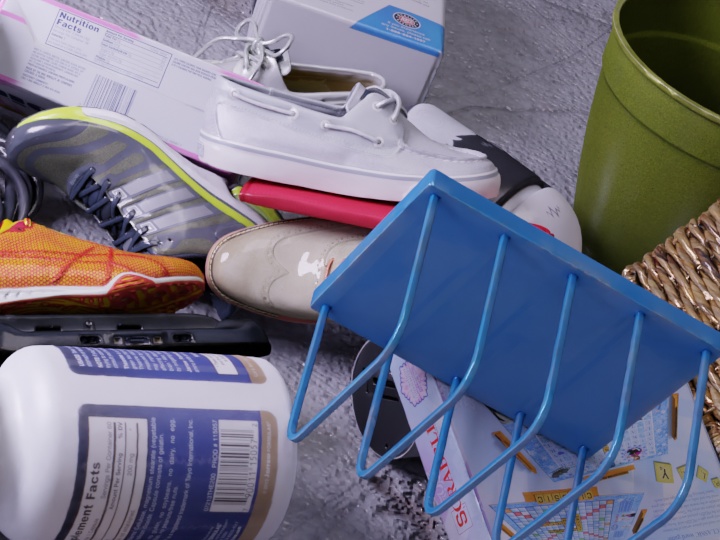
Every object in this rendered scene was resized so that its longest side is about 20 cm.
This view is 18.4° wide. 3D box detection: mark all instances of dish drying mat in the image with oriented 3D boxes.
[{"bbox_3d":[0.025,-0.036,1.441,0.199,0.018,0.077,12,11,7],"label":"dish drying mat"}]

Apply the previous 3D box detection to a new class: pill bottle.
[{"bbox_3d":[-0.145,0.099,1.242,0.199,0.111,0.111,4,37,-26],"label":"pill bottle"}]

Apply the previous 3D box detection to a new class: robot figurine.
[{"bbox_3d":[0.059,-0.034,1.547,0.200,0.150,0.125,35,-7,20],"label":"robot figurine"}]

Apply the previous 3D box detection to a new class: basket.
[{"bbox_3d":[0.293,0.048,1.496,0.143,0.149,0.200,38,18,-41],"label":"basket"}]

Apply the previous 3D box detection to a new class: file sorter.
[{"bbox_3d":[0.077,0.068,1.238,0.199,0.139,0.123,29,47,-15],"label":"file sorter"}]

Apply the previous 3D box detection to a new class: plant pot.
[{"bbox_3d":[0.244,-0.076,1.647,0.200,0.193,0.201,15,34,-11],"label":"plant pot"}]

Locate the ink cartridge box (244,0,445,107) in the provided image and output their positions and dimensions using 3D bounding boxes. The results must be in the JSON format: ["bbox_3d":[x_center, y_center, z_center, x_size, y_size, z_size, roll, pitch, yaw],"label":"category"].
[{"bbox_3d":[-0.011,-0.214,1.790,0.144,0.084,0.200,18,34,-9],"label":"ink cartridge box"}]

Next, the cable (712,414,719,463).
[{"bbox_3d":[0.301,0.126,1.507,0.199,0.069,0.200,10,35,-19],"label":"cable"}]

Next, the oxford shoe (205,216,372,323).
[{"bbox_3d":[0.000,0.000,1.428,0.199,0.071,0.074,2,-1,-4],"label":"oxford shoe"}]

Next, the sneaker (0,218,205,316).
[{"bbox_3d":[-0.188,-0.001,1.381,0.199,0.073,0.077,1,59,-31],"label":"sneaker"}]

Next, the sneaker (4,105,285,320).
[{"bbox_3d":[-0.144,-0.039,1.461,0.199,0.074,0.081,26,52,-10],"label":"sneaker"}]

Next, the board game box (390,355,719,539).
[{"bbox_3d":[0.135,0.127,1.365,0.199,0.041,0.200,-4,66,-34],"label":"board game box"}]

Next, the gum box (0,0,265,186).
[{"bbox_3d":[-0.168,-0.122,1.531,0.199,0.066,0.114,23,-9,0],"label":"gum box"}]

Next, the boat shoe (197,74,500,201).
[{"bbox_3d":[-0.004,-0.088,1.449,0.199,0.069,0.072,10,12,2],"label":"boat shoe"}]

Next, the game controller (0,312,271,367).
[{"bbox_3d":[-0.155,0.048,1.335,0.199,0.042,0.104,-1,3,-31],"label":"game controller"}]

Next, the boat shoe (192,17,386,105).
[{"bbox_3d":[-0.072,-0.145,1.653,0.201,0.086,0.075,10,35,-19],"label":"boat shoe"}]

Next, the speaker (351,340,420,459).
[{"bbox_3d":[0.094,0.074,1.449,0.199,0.081,0.081,-4,41,-35],"label":"speaker"}]

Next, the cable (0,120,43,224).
[{"bbox_3d":[-0.298,-0.056,1.438,0.163,0.051,0.200,30,29,2],"label":"cable"}]
